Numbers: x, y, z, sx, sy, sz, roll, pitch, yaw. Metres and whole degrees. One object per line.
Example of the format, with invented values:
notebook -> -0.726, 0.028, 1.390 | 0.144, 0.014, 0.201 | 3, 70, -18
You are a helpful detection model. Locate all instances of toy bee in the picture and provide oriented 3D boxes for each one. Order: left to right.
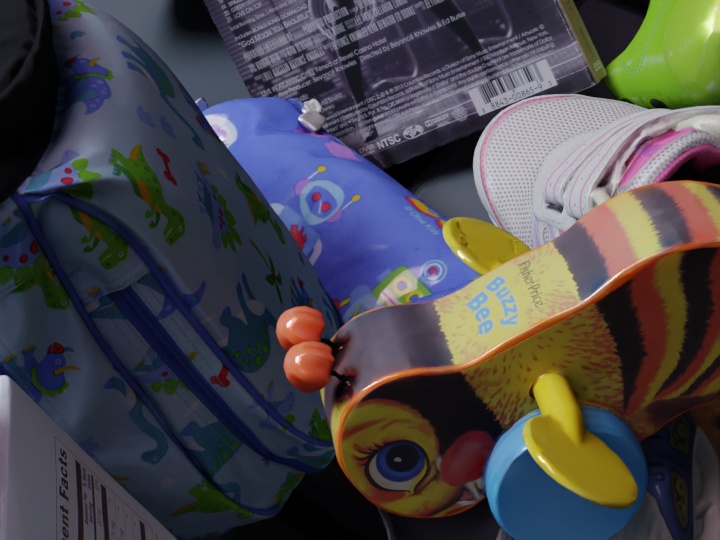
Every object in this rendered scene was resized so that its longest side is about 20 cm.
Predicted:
toy bee -> 0.034, 0.038, 0.597 | 0.200, 0.109, 0.131 | -51, 32, -4

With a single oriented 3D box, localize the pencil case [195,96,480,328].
pencil case -> 0.000, 0.000, 0.766 | 0.200, 0.078, 0.087 | 37, 100, 46

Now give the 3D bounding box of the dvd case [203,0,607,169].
dvd case -> -0.009, -0.140, 0.804 | 0.148, 0.201, 0.016 | -20, 12, 36

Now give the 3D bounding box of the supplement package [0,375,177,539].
supplement package -> -0.110, 0.166, 0.607 | 0.151, 0.200, 0.151 | -24, 44, 16

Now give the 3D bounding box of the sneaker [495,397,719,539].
sneaker -> 0.071, 0.125, 0.629 | 0.088, 0.075, 0.201 | -23, 38, 36

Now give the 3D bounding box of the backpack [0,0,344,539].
backpack -> -0.088, 0.006, 0.656 | 0.153, 0.201, 0.163 | -16, 31, 0

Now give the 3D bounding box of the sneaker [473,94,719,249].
sneaker -> 0.106, -0.024, 0.707 | 0.081, 0.088, 0.200 | -48, 43, -11

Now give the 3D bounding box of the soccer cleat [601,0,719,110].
soccer cleat -> 0.146, -0.146, 0.807 | 0.081, 0.068, 0.201 | -7, 51, 44
